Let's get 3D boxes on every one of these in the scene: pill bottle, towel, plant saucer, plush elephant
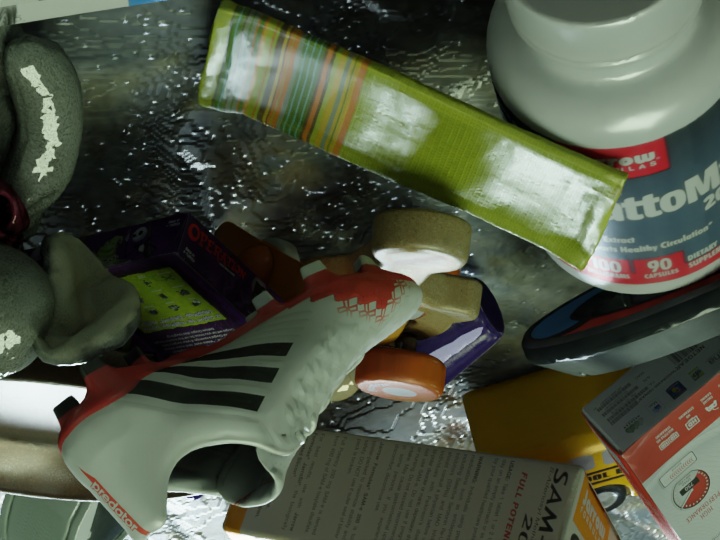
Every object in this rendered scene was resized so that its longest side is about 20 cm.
[{"bbox_3d":[0.121,-0.088,1.294,0.119,0.120,0.200,-17,146,3],"label":"pill bottle"},{"bbox_3d":[0.021,-0.061,1.279,0.199,0.018,0.086,24,156,4],"label":"towel"},{"bbox_3d":[-0.150,0.071,1.361,0.199,0.032,0.200,3,160,1],"label":"plant saucer"},{"bbox_3d":[-0.185,-0.020,1.241,0.164,0.156,0.200,-22,145,11],"label":"plush elephant"}]

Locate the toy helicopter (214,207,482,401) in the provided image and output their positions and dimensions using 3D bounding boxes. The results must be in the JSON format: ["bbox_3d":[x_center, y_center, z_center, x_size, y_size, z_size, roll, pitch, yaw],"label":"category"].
[{"bbox_3d":[0.000,0.000,1.374,0.131,0.079,0.200,12,164,-11],"label":"toy helicopter"}]

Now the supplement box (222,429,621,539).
[{"bbox_3d":[0.040,0.155,1.572,0.199,0.074,0.126,6,151,26],"label":"supplement box"}]

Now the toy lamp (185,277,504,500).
[{"bbox_3d":[-0.017,0.059,1.513,0.199,0.059,0.058,-24,145,17],"label":"toy lamp"}]

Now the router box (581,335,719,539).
[{"bbox_3d":[0.244,0.079,1.546,0.200,0.049,0.180,-40,128,-3],"label":"router box"}]

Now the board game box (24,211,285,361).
[{"bbox_3d":[-0.125,0.030,1.371,0.199,0.032,0.120,-11,136,36],"label":"board game box"}]

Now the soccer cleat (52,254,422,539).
[{"bbox_3d":[-0.043,0.058,1.251,0.199,0.085,0.069,-22,160,-37],"label":"soccer cleat"}]

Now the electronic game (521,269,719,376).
[{"bbox_3d":[0.174,0.002,1.430,0.199,0.042,0.200,-23,-176,2],"label":"electronic game"}]

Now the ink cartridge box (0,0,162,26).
[{"bbox_3d":[-0.155,-0.168,1.104,0.199,0.085,0.146,-11,146,-7],"label":"ink cartridge box"}]

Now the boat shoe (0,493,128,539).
[{"bbox_3d":[-0.133,0.081,1.491,0.060,0.076,0.200,-21,150,-50],"label":"boat shoe"}]

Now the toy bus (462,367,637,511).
[{"bbox_3d":[0.164,0.082,1.606,0.199,0.065,0.078,-17,145,3],"label":"toy bus"}]
